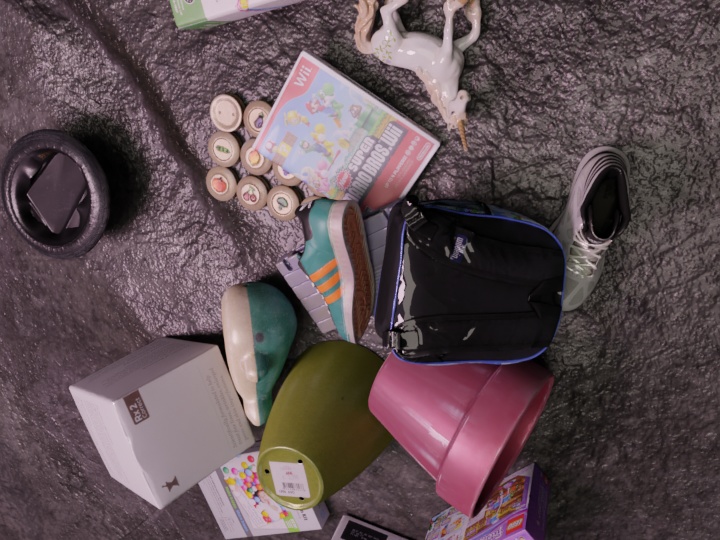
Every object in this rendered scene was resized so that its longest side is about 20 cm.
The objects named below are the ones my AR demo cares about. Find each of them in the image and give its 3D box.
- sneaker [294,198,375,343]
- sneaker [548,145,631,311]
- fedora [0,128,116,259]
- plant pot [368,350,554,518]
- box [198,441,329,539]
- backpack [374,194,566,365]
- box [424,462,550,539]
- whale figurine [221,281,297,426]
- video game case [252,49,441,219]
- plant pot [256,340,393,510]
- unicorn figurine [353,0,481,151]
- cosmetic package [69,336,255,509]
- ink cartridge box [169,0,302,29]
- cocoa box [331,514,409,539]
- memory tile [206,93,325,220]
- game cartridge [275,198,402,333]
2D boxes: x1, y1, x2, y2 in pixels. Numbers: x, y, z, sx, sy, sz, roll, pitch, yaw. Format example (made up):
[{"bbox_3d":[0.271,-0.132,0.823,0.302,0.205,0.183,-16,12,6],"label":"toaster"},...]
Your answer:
[{"bbox_3d":[-0.034,0.000,0.805,0.079,0.071,0.201,8,122,26],"label":"sneaker"},{"bbox_3d":[0.245,-0.032,0.709,0.075,0.115,0.202,16,114,14],"label":"sneaker"},{"bbox_3d":[-0.429,-0.116,0.943,0.199,0.092,0.202,7,112,18],"label":"fedora"},{"bbox_3d":[0.117,0.173,0.803,0.178,0.199,0.201,29,118,26],"label":"plant pot"},{"bbox_3d":[-0.168,0.361,1.052,0.199,0.041,0.157,-16,103,24],"label":"box"},{"bbox_3d":[0.122,0.009,0.735,0.198,0.147,0.185,5,101,-10],"label":"backpack"},{"bbox_3d":[0.165,0.359,0.872,0.200,0.137,0.039,-40,92,28],"label":"box"},{"bbox_3d":[-0.138,0.114,0.904,0.103,0.159,0.202,-8,106,-13],"label":"whale figurine"},{"bbox_3d":[-0.020,-0.158,0.796,0.199,0.017,0.143,33,118,-5],"label":"video game case"},{"bbox_3d":[-0.054,0.224,0.868,0.186,0.200,0.189,7,112,17],"label":"plant pot"},{"bbox_3d":[0.078,-0.249,0.723,0.199,0.074,0.138,34,128,22],"label":"unicorn figurine"},{"bbox_3d":[-0.292,0.210,0.933,0.199,0.164,0.166,-1,112,50],"label":"cosmetic package"},{"bbox_3d":[-0.132,-0.379,0.738,0.198,0.084,0.146,-6,107,23],"label":"ink cartridge box"},{"bbox_3d":[0.035,0.499,0.974,0.198,0.133,0.132,16,115,15],"label":"cocoa box"},{"bbox_3d":[-0.118,-0.145,0.859,0.199,0.017,0.154,19,114,14],"label":"memory tile"},{"bbox_3d":[0.000,0.000,0.848,0.199,0.038,0.130,-24,115,26],"label":"game cartridge"}]
